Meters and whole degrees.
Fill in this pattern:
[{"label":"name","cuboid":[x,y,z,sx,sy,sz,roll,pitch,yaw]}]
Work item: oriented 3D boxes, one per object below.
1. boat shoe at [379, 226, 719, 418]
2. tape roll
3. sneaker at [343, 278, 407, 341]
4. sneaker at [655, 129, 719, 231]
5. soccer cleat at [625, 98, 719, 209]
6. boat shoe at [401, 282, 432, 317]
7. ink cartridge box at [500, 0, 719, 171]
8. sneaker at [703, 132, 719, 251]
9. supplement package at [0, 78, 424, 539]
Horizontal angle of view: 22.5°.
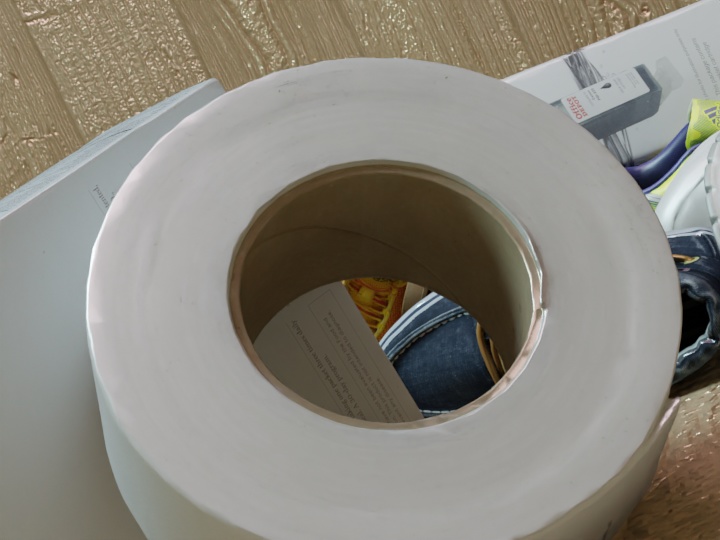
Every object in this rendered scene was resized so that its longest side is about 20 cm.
[{"label":"boat shoe","cuboid":[0.081,0.032,0.835,0.199,0.071,0.091,-21,4,24]},{"label":"tape roll","cuboid":[0.008,0.025,0.625,0.202,0.203,0.071,-29,-28,-20]},{"label":"sneaker","cuboid":[0.000,0.000,1.053,0.073,0.201,0.077,14,31,-2]},{"label":"sneaker","cuboid":[0.232,-0.050,0.879,0.199,0.075,0.100,-25,6,12]},{"label":"soccer cleat","cuboid":[0.222,-0.066,1.003,0.199,0.084,0.065,-24,7,20]},{"label":"boat shoe","cuboid":[0.068,0.019,1.047,0.070,0.071,0.200,12,3,6]},{"label":"ink cartridge box","cuboid":[0.155,-0.080,1.125,0.199,0.085,0.146,-20,-17,-1]},{"label":"sneaker","cuboid":[0.209,-0.054,0.803,0.087,0.075,0.201,-6,49,35]},{"label":"supplement package","cuboid":[-0.110,0.063,0.738,0.200,0.192,0.147,-36,10,-26]}]
